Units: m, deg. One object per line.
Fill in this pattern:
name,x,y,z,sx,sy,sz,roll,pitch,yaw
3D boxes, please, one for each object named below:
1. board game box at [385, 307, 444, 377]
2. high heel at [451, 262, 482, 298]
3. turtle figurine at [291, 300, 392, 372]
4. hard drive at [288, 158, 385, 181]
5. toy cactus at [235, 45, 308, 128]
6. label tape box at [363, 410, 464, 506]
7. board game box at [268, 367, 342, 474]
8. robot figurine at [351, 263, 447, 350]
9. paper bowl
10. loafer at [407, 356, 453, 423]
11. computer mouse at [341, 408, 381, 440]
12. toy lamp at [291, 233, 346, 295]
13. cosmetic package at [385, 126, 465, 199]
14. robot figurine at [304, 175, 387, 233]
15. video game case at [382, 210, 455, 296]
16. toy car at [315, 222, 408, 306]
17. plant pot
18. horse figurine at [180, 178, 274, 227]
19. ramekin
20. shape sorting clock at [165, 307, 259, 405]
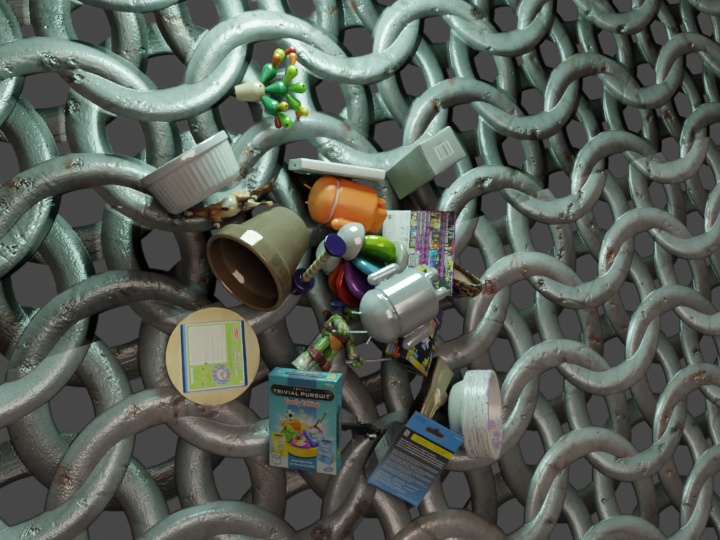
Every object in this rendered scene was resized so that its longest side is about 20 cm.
board game box,0.131,0.141,1.279,0.056,0.200,0.168,13,75,24
high heel,0.212,-0.016,1.354,0.071,0.142,0.201,-44,99,-21
turtle figurine,-0.040,0.178,1.219,0.200,0.144,0.194,43,79,8
hard drive,-0.057,-0.232,1.285,0.196,0.132,0.027,5,98,-21
toy cactus,-0.206,-0.419,1.288,0.161,0.102,0.204,-6,87,-3
label tape box,0.120,0.411,1.255,0.143,0.063,0.202,30,100,-15
board game box,-0.115,0.313,1.159,0.148,0.047,0.204,3,100,13
robot figurine,0.080,0.072,1.129,0.198,0.113,0.172,-26,80,-18
paper bowl,0.272,0.340,1.317,0.102,0.200,0.205,-6,90,23
loafer,0.173,0.308,1.328,0.067,0.076,0.203,27,73,-10
computer mouse,-0.055,0.324,1.217,0.198,0.139,0.053,31,73,-4
toy lamp,-0.099,-0.006,1.201,0.057,0.200,0.059,19,51,-26
cosmetic package,0.151,-0.254,1.335,0.106,0.199,0.091,-34,97,-24
robot figurine,-0.037,-0.152,1.291,0.197,0.116,0.147,14,80,-20
video game case,0.137,-0.043,1.337,0.178,0.036,0.204,1,80,15
toy car,0.000,0.000,1.230,0.173,0.199,0.153,22,59,-29
plant pot,-0.199,-0.044,1.184,0.201,0.199,0.175,47,52,-9
horse figurine,-0.275,-0.141,1.203,0.198,0.132,0.051,-31,117,-29
ramekin,-0.340,-0.195,1.138,0.201,0.201,0.095,-38,108,-22
shape sorting clock,-0.310,0.180,1.174,0.196,0.039,0.204,4,79,-22
